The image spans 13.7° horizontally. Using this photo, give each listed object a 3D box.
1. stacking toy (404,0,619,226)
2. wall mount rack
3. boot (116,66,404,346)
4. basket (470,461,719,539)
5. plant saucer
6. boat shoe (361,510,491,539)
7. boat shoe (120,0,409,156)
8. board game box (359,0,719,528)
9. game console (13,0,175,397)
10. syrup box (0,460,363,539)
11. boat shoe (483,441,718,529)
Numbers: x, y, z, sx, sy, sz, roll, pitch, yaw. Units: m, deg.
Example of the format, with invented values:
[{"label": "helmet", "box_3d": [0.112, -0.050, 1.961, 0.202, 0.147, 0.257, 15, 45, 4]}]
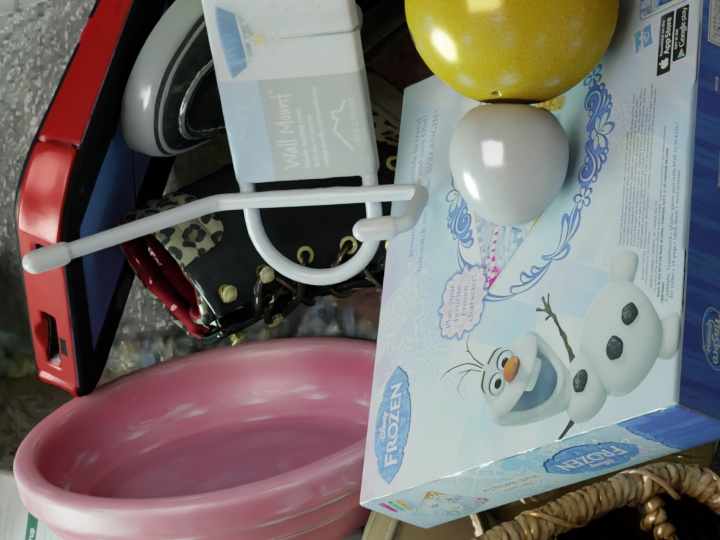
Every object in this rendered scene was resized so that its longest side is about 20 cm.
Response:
[{"label": "stacking toy", "box_3d": [0.060, -0.119, 1.214, 0.145, 0.146, 0.201, -1, 85, 34]}, {"label": "wall mount rack", "box_3d": [-0.065, -0.074, 1.282, 0.173, 0.075, 0.201, -4, 111, 16]}, {"label": "boot", "box_3d": [-0.001, 0.001, 1.383, 0.203, 0.153, 0.074, 42, 150, 33]}, {"label": "basket", "box_3d": [0.129, 0.176, 1.164, 0.142, 0.149, 0.201, -23, 82, 3]}, {"label": "plant saucer", "box_3d": [-0.060, 0.090, 1.407, 0.200, 0.200, 0.051, 1, 111, 34]}, {"label": "boat shoe", "box_3d": [0.033, 0.185, 1.315, 0.071, 0.065, 0.201, 3, 80, -8]}, {"label": "boat shoe", "box_3d": [-0.028, -0.106, 1.397, 0.068, 0.199, 0.074, 24, 128, 30]}, {"label": "board game box", "box_3d": [0.083, -0.010, 1.248, 0.199, 0.043, 0.201, -21, 55, 49]}, {"label": "game console", "box_3d": [-0.116, -0.052, 1.419, 0.031, 0.200, 0.178, 18, 61, 8]}, {"label": "syrup box", "box_3d": [-0.105, 0.149, 1.492, 0.199, 0.079, 0.082, 12, 95, 34]}, {"label": "boat shoe", "box_3d": [0.104, 0.097, 1.366, 0.071, 0.069, 0.200, 42, 133, -6]}]
